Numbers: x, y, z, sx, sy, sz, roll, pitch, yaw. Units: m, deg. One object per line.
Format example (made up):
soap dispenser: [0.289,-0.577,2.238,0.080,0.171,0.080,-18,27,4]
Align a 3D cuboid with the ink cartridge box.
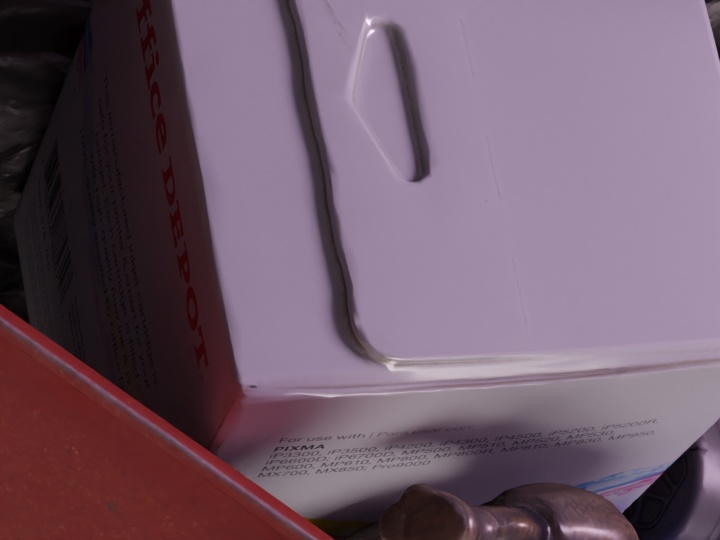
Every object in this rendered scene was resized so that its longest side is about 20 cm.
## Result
ink cartridge box: [0.000,0.000,0.717,0.145,0.145,0.200,-4,157,-18]

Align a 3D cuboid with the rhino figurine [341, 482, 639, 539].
rhino figurine: [-0.014,0.100,0.678,0.200,0.060,0.087,-20,165,29]

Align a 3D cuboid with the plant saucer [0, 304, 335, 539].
plant saucer: [-0.104,0.087,0.631,0.200,0.200,0.037,-58,173,30]

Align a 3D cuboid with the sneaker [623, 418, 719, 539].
sneaker: [0.095,0.039,0.843,0.104,0.200,0.060,21,104,-29]
